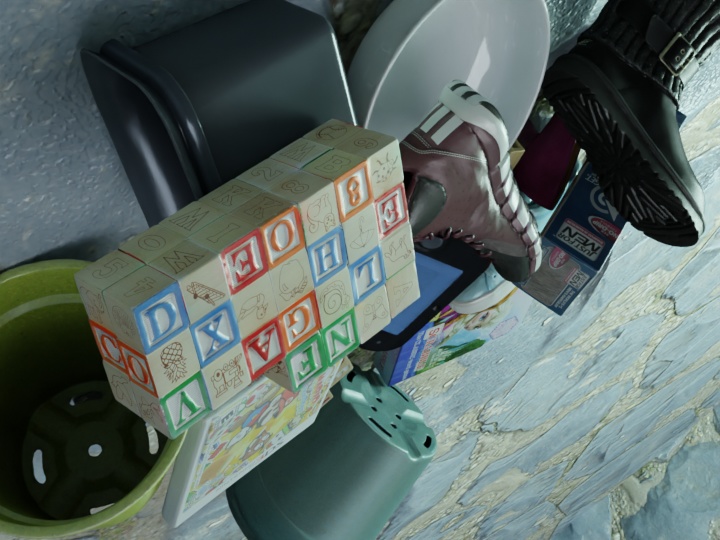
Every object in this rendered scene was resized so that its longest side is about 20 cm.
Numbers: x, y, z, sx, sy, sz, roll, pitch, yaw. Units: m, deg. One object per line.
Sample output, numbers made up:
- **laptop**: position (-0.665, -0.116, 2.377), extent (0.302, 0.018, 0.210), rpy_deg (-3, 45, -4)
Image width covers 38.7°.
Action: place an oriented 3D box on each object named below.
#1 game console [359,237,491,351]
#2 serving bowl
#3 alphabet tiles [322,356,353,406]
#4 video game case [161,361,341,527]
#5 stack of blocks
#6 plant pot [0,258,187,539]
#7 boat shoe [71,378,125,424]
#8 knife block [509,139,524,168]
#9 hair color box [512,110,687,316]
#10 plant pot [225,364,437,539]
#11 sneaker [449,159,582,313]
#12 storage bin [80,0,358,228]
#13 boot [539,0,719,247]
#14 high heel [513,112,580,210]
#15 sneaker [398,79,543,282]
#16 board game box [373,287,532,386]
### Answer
- **game console**: position (0.000, 0.000, 0.896), extent (0.175, 0.031, 0.200), rpy_deg (17, 141, -23)
- **serving bowl**: position (0.054, -0.140, 0.774), extent (0.199, 0.066, 0.202), rpy_deg (-32, 143, -27)
- **alphabet tiles**: position (-0.078, 0.130, 0.981), extent (0.167, 0.008, 0.200), rpy_deg (-41, 161, -8)
- **video game case**: position (-0.087, 0.126, 0.894), extent (0.181, 0.023, 0.201), rpy_deg (-34, 159, -36)
- **stack of blocks**: position (-0.056, 0.010, 0.599), extent (0.199, 0.058, 0.117), rpy_deg (-35, 131, -34)
- **plant pot**: position (-0.223, 0.121, 0.805), extent (0.198, 0.202, 0.185), rpy_deg (-25, 161, -15)
- **boat shoe**: position (-0.173, 0.111, 0.970), extent (0.198, 0.057, 0.067), rpy_deg (-15, 147, -32)
- **knife block**: position (0.069, -0.046, 0.972), extent (0.199, 0.064, 0.176), rpy_deg (-35, 154, 3)
- **hair color box**: position (0.223, -0.066, 0.959), extent (0.201, 0.060, 0.100), rpy_deg (-55, 173, -26)
- **plant pot**: position (-0.023, 0.232, 1.207), extent (0.197, 0.201, 0.199), rpy_deg (-50, 149, 17)
- **sneaker**: position (0.148, -0.049, 1.043), extent (0.200, 0.074, 0.082), rpy_deg (-49, 138, -6)
- **storage bin**: position (-0.077, -0.078, 0.677), extent (0.133, 0.145, 0.202), rpy_deg (-32, 130, -22)
- **boot**: position (0.259, -0.142, 0.859), extent (0.158, 0.079, 0.212), rpy_deg (-46, 113, -19)
- **high heel**: position (0.221, -0.144, 0.938), extent (0.199, 0.097, 0.067), rpy_deg (-40, 152, 14)
- **sneaker**: position (0.064, -0.038, 0.770), extent (0.115, 0.076, 0.201), rpy_deg (-39, 135, -10)
- **board game box**: position (0.121, 0.035, 1.187), extent (0.197, 0.041, 0.201), rpy_deg (-21, 151, -23)
